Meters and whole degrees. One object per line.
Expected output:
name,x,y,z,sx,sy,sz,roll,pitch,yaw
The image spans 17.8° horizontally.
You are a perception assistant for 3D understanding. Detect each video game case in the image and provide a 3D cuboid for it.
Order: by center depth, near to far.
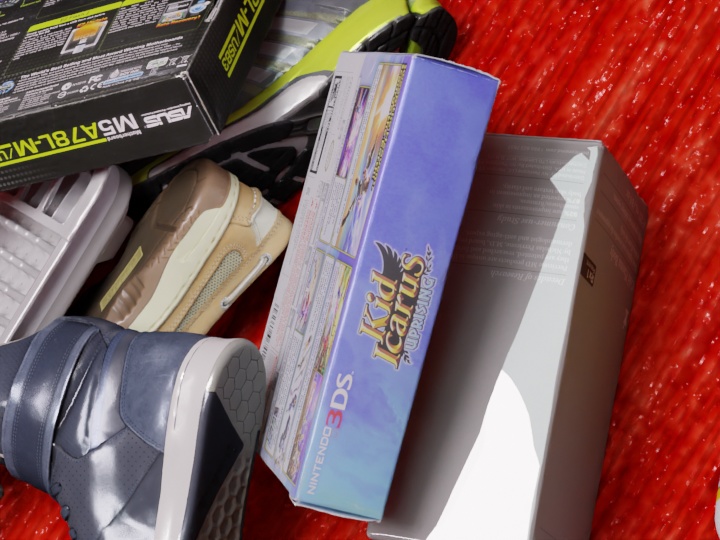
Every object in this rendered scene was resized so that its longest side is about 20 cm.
video game case,0.000,0.000,1.068,0.045,0.181,0.202,15,93,-11

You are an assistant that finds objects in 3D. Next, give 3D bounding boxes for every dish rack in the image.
dish rack,-0.194,0.013,1.200,0.201,0.043,0.171,-58,32,-4

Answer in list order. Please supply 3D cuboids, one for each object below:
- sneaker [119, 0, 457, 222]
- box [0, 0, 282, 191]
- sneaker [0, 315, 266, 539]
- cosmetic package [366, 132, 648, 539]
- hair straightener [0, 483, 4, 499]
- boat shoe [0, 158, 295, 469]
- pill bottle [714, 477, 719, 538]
sneaker,-0.047,-0.094,1.203,0.199,0.074,0.081,-34,53,2
box,-0.140,-0.119,1.189,0.198,0.048,0.194,-12,32,24
sneaker,-0.130,0.121,1.088,0.145,0.077,0.204,10,87,25
cosmetic package,0.072,0.046,1.082,0.089,0.107,0.202,4,76,20
hair straightener,-0.275,0.117,1.226,0.198,0.041,0.078,-5,70,25
boat shoe,-0.107,0.040,1.174,0.200,0.076,0.072,-48,27,21
pill bottle,0.218,0.074,1.012,0.111,0.112,0.202,5,75,22
